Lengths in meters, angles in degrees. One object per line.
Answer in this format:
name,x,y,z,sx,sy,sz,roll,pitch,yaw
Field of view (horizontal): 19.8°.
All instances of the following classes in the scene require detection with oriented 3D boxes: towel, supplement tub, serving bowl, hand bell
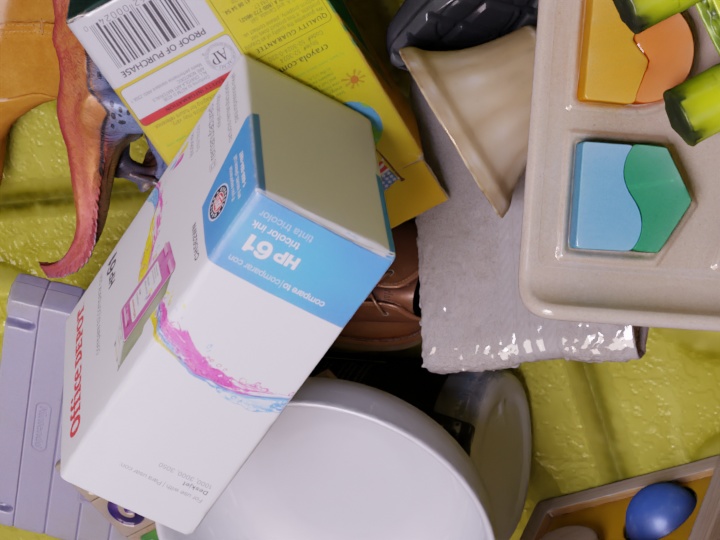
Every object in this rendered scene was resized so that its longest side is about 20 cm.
towel,0.090,-0.044,1.142,0.132,0.034,0.200,-6,80,29
supplement tub,-0.001,0.114,1.313,0.200,0.123,0.123,4,125,24
serving bowl,-0.015,0.135,1.195,0.200,0.066,0.200,7,126,9
hand bell,0.131,-0.122,1.077,0.200,0.104,0.104,-31,110,5

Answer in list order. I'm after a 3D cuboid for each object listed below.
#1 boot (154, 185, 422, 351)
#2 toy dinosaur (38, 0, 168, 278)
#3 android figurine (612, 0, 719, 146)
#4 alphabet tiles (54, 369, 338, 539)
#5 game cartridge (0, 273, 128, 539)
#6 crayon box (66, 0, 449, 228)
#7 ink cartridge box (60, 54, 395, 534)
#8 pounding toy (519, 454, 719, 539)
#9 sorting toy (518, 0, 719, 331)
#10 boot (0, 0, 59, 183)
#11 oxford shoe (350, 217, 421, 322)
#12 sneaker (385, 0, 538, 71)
boot,-0.028,-0.050,1.250,0.200,0.077,0.155,31,128,11
toy dinosaur,-0.141,-0.114,1.156,0.105,0.200,0.182,23,158,50
android figurine,0.227,-0.144,1.001,0.200,0.041,0.182,-25,94,-4
alphabet tiles,-0.062,0.135,1.252,0.200,0.008,0.167,-30,113,31
game cartridge,-0.160,0.094,1.271,0.129,0.038,0.200,11,131,-5
crayon box,-0.053,-0.095,1.122,0.127,0.051,0.200,-26,119,11
ink cartridge box,-0.075,0.013,1.072,0.085,0.145,0.200,25,117,-20
pounding toy,0.141,0.210,1.274,0.200,0.184,0.142,-20,113,35
sorting toy,0.176,-0.070,1.031,0.185,0.036,0.200,4,87,-7
boot,-0.207,-0.116,1.278,0.144,0.071,0.201,9,122,24
oxford shoe,0.000,0.000,1.196,0.200,0.071,0.071,-3,115,-9
sneaker,0.078,-0.182,1.096,0.200,0.075,0.079,-44,53,37
